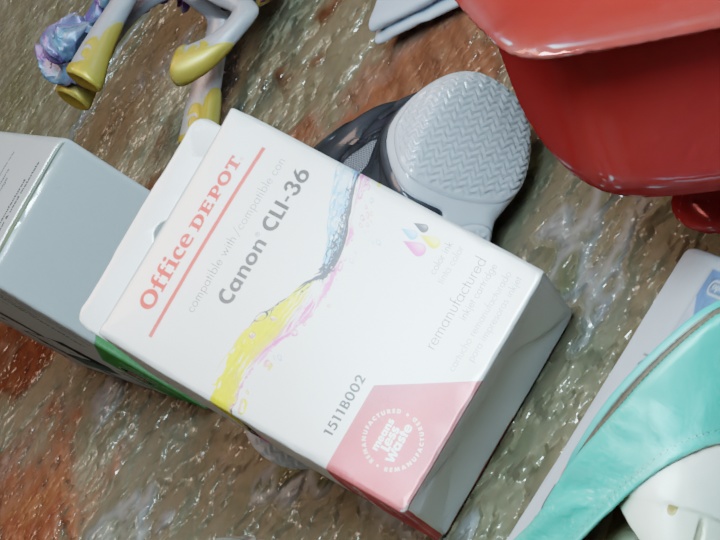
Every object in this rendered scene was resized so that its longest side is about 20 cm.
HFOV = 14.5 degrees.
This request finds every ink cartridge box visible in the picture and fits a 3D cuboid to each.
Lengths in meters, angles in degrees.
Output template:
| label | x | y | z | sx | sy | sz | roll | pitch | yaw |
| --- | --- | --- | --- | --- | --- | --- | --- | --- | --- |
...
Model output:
| label | x | y | z | sx | sy | sz | roll | pitch | yaw |
| --- | --- | --- | --- | --- | --- | --- | --- | --- | --- |
| ink cartridge box | -0.153 | -0.005 | 1.495 | 0.084 | 0.146 | 0.200 | -62 | 24 | -8 |
| ink cartridge box | -0.027 | 0.013 | 1.199 | 0.200 | 0.067 | 0.117 | 28 | 84 | 22 |

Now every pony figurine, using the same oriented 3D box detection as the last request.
| label | x | y | z | sx | sy | sz | roll | pitch | yaw |
| --- | --- | --- | --- | --- | --- | --- | --- | --- | --- |
| pony figurine | -0.104 | -0.181 | 1.647 | 0.193 | 0.167 | 0.200 | 23 | 75 | 32 |

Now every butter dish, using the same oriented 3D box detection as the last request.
| label | x | y | z | sx | sy | sz | roll | pitch | yaw |
| --- | --- | --- | --- | --- | --- | --- | --- | --- | --- |
| butter dish | 0.134 | -0.084 | 1.088 | 0.200 | 0.148 | 0.199 | -14 | 27 | -8 |

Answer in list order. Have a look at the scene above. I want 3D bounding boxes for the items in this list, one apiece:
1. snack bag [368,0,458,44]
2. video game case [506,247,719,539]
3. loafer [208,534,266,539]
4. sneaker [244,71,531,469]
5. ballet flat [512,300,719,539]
| label | x | y | z | sx | sy | sz | roll | pitch | yaw |
| --- | --- | --- | --- | --- | --- | --- | --- | --- | --- |
| snack bag | 0.088 | -0.224 | 1.468 | 0.189 | 0.021 | 0.200 | -24 | 41 | 49 |
| video game case | 0.125 | 0.089 | 1.024 | 0.182 | 0.022 | 0.200 | -58 | 25 | -3 |
| loafer | -0.048 | 0.157 | 1.206 | 0.072 | 0.063 | 0.200 | -54 | 25 | 7 |
| sneaker | 0.000 | 0.000 | 1.304 | 0.200 | 0.075 | 0.114 | -59 | 19 | -9 |
| ballet flat | 0.091 | 0.101 | 0.988 | 0.200 | 0.067 | 0.070 | -49 | 50 | 17 |
